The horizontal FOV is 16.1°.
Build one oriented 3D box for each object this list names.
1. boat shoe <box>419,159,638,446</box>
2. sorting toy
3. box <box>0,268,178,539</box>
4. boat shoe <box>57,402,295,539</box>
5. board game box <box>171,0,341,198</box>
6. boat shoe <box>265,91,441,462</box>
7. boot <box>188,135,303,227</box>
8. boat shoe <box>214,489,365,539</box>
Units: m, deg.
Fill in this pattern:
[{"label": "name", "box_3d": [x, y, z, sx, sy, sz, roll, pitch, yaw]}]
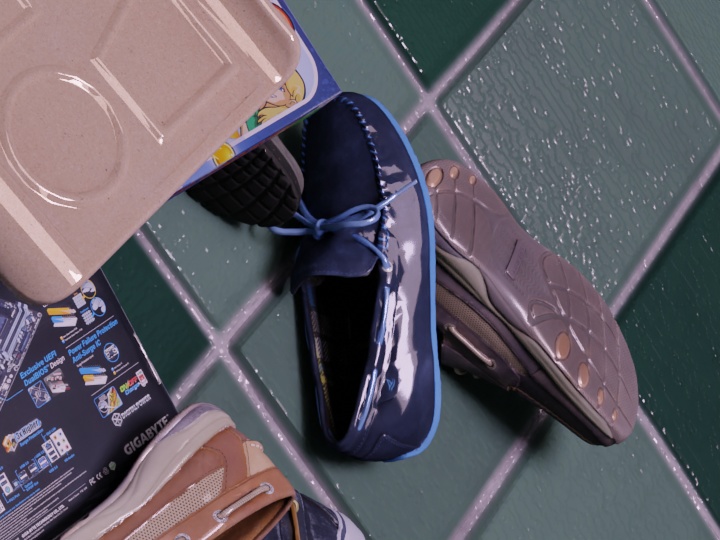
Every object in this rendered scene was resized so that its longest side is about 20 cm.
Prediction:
[{"label": "boat shoe", "box_3d": [0.079, 0.023, 1.429, 0.200, 0.073, 0.075, 49, 41, -16]}, {"label": "sorting toy", "box_3d": [-0.142, -0.107, 1.145, 0.185, 0.036, 0.200, 50, 54, -10]}, {"label": "box", "box_3d": [-0.184, 0.055, 1.154, 0.200, 0.046, 0.159, -37, 102, -47]}, {"label": "boat shoe", "box_3d": [-0.102, 0.146, 1.150, 0.072, 0.076, 0.200, 33, 62, 13]}, {"label": "board game box", "box_3d": [-0.113, -0.139, 1.237, 0.135, 0.034, 0.200, -34, 92, -39]}, {"label": "boat shoe", "box_3d": [0.000, 0.000, 1.346, 0.069, 0.084, 0.200, 0, 72, -47]}, {"label": "boot", "box_3d": [-0.079, -0.130, 1.324, 0.200, 0.068, 0.131, 48, 48, -20]}, {"label": "boat shoe", "box_3d": [-0.059, 0.188, 1.223, 0.091, 0.071, 0.200, 34, 46, -29]}]
